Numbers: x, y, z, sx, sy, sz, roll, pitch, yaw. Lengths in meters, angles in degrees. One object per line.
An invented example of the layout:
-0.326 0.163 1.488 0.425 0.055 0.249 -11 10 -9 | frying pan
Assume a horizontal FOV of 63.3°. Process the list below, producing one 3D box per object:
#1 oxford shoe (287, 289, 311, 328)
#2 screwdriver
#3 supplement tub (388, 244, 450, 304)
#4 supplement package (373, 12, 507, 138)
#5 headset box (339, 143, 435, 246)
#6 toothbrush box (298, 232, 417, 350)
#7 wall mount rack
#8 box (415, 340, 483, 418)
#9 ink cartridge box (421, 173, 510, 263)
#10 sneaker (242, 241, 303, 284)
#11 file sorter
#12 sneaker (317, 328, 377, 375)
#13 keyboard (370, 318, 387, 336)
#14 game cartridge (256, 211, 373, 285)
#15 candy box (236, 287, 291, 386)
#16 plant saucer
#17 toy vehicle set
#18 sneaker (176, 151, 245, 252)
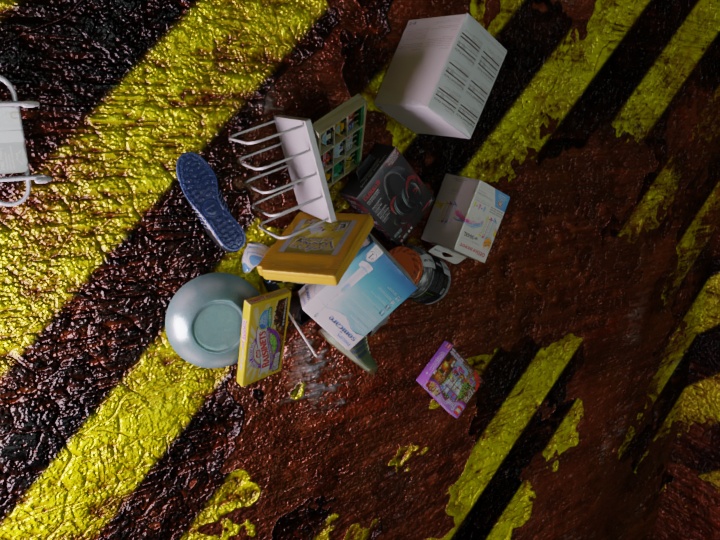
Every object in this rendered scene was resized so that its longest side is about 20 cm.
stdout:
-0.165 0.093 1.244 0.198 0.072 0.072 -23 118 -28 | oxford shoe
-0.143 0.094 1.205 0.028 0.201 0.029 -29 160 -21 | screwdriver
0.127 0.009 1.358 0.200 0.122 0.124 20 93 -64 | supplement tub
0.168 -0.410 1.249 0.146 0.191 0.202 23 92 -37 | supplement package
0.058 -0.175 1.318 0.149 0.075 0.200 -52 127 -10 | headset box
-0.007 0.041 1.207 0.200 0.085 0.146 -44 115 7 | toothbrush box
-0.562 -0.187 0.864 0.172 0.074 0.203 -12 111 -33 | wall mount rack
0.254 0.308 1.639 0.137 0.039 0.200 -51 127 -11 | box
0.256 -0.117 1.450 0.128 0.125 0.202 18 93 -38 | ink cartridge box
-0.158 0.003 1.219 0.199 0.072 0.073 22 80 -33 | sneaker
-0.153 -0.178 1.127 0.124 0.138 0.202 -27 119 -23 | file sorter
-0.006 0.166 1.385 0.090 0.067 0.200 -51 124 -5 | sneaker
0.048 0.114 1.361 0.056 0.011 0.200 -41 168 -14 | keyboard
-0.087 -0.049 1.143 0.201 0.174 0.033 -59 145 -47 | game cartridge
-0.196 0.136 1.181 0.102 0.026 0.202 -16 129 -40 | candy box
-0.281 0.106 1.155 0.199 0.039 0.204 -5 106 -19 | plant saucer
-0.046 -0.249 1.175 0.124 0.027 0.201 -39 163 -20 | toy vehicle set
-0.286 -0.122 1.098 0.070 0.078 0.202 -31 99 -21 | sneaker
